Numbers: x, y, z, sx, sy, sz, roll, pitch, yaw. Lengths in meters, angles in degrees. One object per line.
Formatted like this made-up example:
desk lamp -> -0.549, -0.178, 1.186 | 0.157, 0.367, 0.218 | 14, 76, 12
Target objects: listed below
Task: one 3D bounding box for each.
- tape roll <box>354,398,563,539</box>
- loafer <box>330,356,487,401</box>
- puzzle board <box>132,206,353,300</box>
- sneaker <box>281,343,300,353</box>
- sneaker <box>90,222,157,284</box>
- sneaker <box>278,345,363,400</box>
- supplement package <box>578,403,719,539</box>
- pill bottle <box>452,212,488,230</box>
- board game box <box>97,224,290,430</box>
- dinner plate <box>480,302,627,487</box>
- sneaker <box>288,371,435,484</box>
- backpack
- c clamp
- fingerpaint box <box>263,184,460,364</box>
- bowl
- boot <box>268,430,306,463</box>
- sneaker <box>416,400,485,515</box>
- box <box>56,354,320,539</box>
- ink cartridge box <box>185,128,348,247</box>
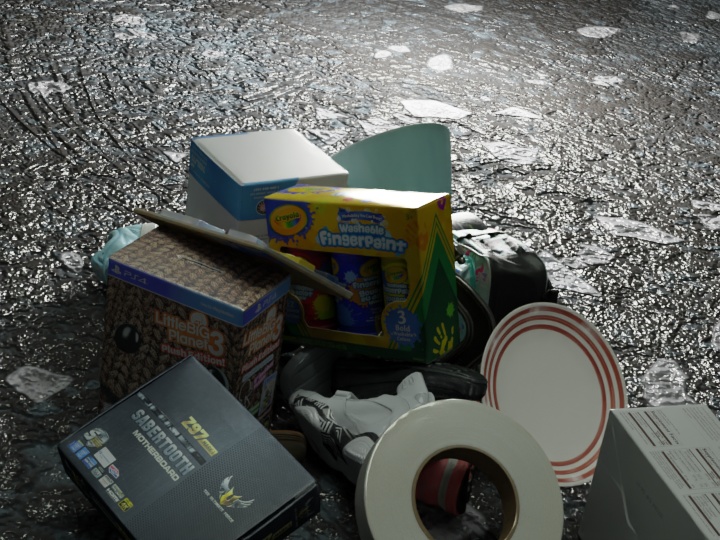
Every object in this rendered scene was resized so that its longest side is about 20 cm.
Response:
tape roll -> 0.092, 0.221, 1.253 | 0.201, 0.037, 0.205 | 7, 63, -14
loafer -> 0.050, 0.131, 1.428 | 0.199, 0.071, 0.068 | -1, -6, 41
puzzle board -> -0.121, -0.022, 1.386 | 0.199, 0.018, 0.150 | 16, -10, 40
sneaker -> -0.166, 0.039, 1.526 | 0.199, 0.109, 0.067 | -2, 27, -1
sneaker -> -0.288, 0.007, 1.626 | 0.081, 0.075, 0.200 | -7, 24, 1
sneaker -> -0.036, 0.100, 1.538 | 0.070, 0.074, 0.199 | -2, 17, 38
supplement package -> 0.308, 0.248, 1.259 | 0.110, 0.157, 0.200 | -1, 29, -17
pill bottle -> 0.068, -0.010, 1.718 | 0.199, 0.107, 0.106 | -11, 34, -34
board game box -> -0.172, 0.082, 1.368 | 0.158, 0.202, 0.097 | 19, 29, 19
dinner plate -> 0.208, 0.135, 1.458 | 0.199, 0.202, 0.024 | -9, -9, -31
sneaker -> 0.014, 0.154, 1.370 | 0.115, 0.076, 0.200 | -35, 32, -18
backpack -> 0.127, 0.040, 1.570 | 0.149, 0.179, 0.200 | 0, 16, -13
c clamp -> 0.063, 0.052, 1.481 | 0.171, 0.200, 0.027 | 45, 28, 9
fingerpaint box -> 0.000, 0.000, 1.432 | 0.198, 0.169, 0.073 | 7, 19, 34
bowl -> 0.042, -0.104, 1.769 | 0.199, 0.201, 0.106 | -11, 74, -33
boot -> -0.122, 0.222, 1.274 | 0.199, 0.075, 0.097 | -18, 47, -26
sneaker -> 0.083, 0.176, 1.412 | 0.086, 0.074, 0.200 | 9, 25, 10
box -> -0.156, 0.187, 1.215 | 0.157, 0.051, 0.200 | -32, 55, -25
ink cartridge box -> -0.121, -0.048, 1.626 | 0.146, 0.202, 0.146 | -8, 31, -31
